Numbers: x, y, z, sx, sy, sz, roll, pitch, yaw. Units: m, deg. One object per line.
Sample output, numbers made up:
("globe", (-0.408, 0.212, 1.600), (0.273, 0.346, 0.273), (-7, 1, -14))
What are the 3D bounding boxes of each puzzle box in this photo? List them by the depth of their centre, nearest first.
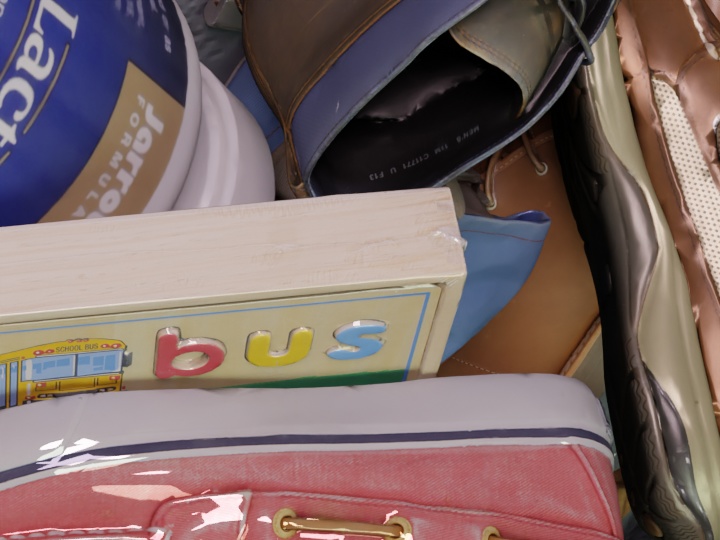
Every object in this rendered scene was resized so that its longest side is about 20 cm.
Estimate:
("puzzle box", (-0.079, 0.030, 0.722), (0.199, 0.025, 0.133), (-6, 152, -10))

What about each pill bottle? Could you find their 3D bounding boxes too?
("pill bottle", (-0.110, -0.051, 0.715), (0.116, 0.116, 0.200), (-39, 143, 9))

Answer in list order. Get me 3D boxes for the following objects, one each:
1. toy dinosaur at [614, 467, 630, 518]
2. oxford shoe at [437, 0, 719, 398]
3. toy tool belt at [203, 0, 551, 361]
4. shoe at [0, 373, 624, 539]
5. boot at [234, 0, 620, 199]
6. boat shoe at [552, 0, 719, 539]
("toy dinosaur", (0.060, 0.083, 0.879), (0.200, 0.060, 0.106), (-18, 145, -58))
("oxford shoe", (0.067, -0.030, 0.905), (0.071, 0.071, 0.200), (16, 120, -18))
("toy tool belt", (0.000, 0.000, 0.841), (0.125, 0.123, 0.200), (6, 128, -39))
("shoe", (-0.027, 0.083, 0.713), (0.199, 0.091, 0.072), (-5, 152, -12))
("boot", (0.057, -0.082, 0.719), (0.200, 0.097, 0.075), (-26, 138, 24))
("boat shoe", (0.099, -0.023, 0.823), (0.074, 0.201, 0.076), (-10, 174, -2))
